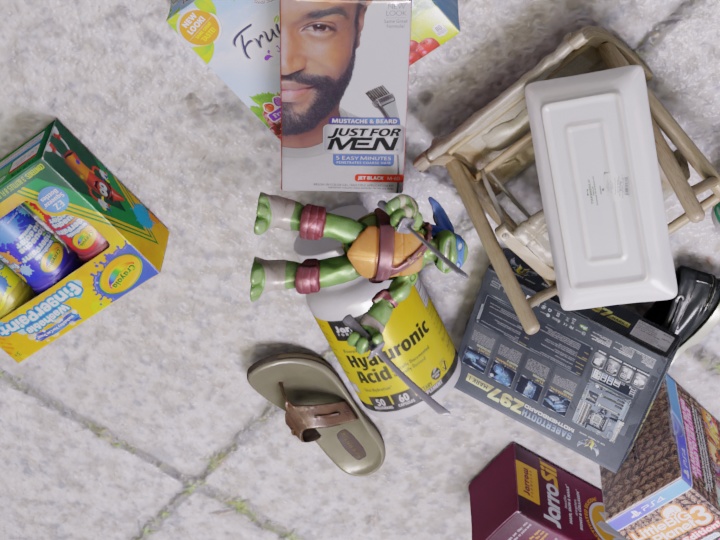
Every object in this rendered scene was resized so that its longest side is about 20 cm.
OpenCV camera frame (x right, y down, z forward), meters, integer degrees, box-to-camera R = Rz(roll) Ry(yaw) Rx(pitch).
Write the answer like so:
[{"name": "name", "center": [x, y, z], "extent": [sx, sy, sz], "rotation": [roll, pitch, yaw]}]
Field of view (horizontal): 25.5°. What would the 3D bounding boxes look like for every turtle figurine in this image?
[{"name": "turtle figurine", "center": [0.000, 0.000, 1.396], "extent": [0.193, 0.201, 0.144], "rotation": [5, 147, -1]}]

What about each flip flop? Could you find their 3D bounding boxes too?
[{"name": "flip flop", "center": [-0.043, 0.160, 1.690], "extent": [0.081, 0.058, 0.200], "rotation": [-27, 122, 21]}]

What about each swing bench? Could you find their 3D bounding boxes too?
[{"name": "swing bench", "center": [0.192, -0.086, 1.436], "extent": [0.199, 0.130, 0.200], "rotation": [-36, 83, 27]}]

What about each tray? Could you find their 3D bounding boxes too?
[{"name": "tray", "center": [0.202, -0.067, 1.351], "extent": [0.107, 0.022, 0.201], "rotation": [-7, 96, 25]}]

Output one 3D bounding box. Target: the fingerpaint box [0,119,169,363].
[{"name": "fingerpaint box", "center": [-0.317, -0.024, 1.555], "extent": [0.200, 0.073, 0.167], "rotation": [-30, 120, 23]}]

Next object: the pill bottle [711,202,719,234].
[{"name": "pill bottle", "center": [0.404, -0.108, 1.430], "extent": [0.113, 0.113, 0.200], "rotation": [13, 126, -7]}]

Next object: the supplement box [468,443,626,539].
[{"name": "supplement box", "center": [0.222, 0.291, 1.743], "extent": [0.200, 0.111, 0.086], "rotation": [30, 122, -19]}]

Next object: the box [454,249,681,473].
[{"name": "box", "center": [0.199, 0.091, 1.583], "extent": [0.199, 0.051, 0.158], "rotation": [27, 127, 15]}]

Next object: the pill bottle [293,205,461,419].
[{"name": "pill bottle", "center": [0.013, 0.039, 1.559], "extent": [0.111, 0.111, 0.200], "rotation": [-19, 119, 17]}]

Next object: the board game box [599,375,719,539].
[{"name": "board game box", "center": [0.349, 0.236, 1.664], "extent": [0.097, 0.160, 0.200], "rotation": [-37, 117, 27]}]

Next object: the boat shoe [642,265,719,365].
[{"name": "boat shoe", "center": [0.286, 0.072, 1.597], "extent": [0.066, 0.075, 0.199], "rotation": [30, 124, -15]}]

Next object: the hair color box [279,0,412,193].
[{"name": "hair color box", "center": [-0.014, -0.162, 1.359], "extent": [0.110, 0.064, 0.201], "rotation": [1, 130, 0]}]

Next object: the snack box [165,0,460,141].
[{"name": "snack box", "center": [-0.041, -0.228, 1.389], "extent": [0.200, 0.068, 0.169], "rotation": [-31, 122, 22]}]
